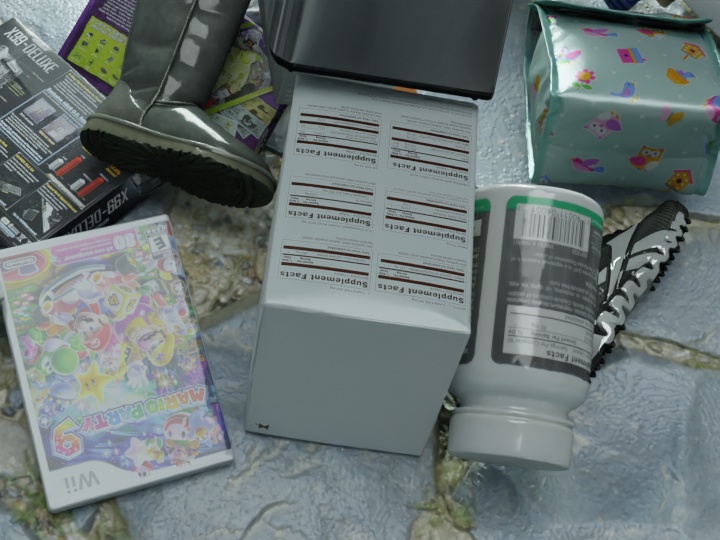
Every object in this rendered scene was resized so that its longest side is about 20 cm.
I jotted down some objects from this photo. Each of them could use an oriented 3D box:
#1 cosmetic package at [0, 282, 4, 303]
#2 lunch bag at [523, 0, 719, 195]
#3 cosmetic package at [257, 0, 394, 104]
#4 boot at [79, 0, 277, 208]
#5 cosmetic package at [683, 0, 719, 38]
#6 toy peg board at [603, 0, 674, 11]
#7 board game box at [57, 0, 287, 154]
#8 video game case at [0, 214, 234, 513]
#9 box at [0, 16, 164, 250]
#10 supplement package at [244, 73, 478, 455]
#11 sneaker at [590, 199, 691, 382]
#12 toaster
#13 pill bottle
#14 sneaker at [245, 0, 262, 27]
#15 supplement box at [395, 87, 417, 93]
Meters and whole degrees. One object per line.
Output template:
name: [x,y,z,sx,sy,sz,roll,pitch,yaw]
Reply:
cosmetic package: [-0.388,-0.049,0.951,0.165,0.168,0.202,-27,63,6]
lunch bag: [0.234,-0.174,1.195,0.167,0.123,0.202,6,45,-2]
cosmetic package: [-0.030,-0.238,1.125,0.105,0.091,0.203,2,56,-16]
boot: [-0.123,-0.166,1.091,0.179,0.073,0.202,22,62,1]
cosmetic package: [0.448,-0.290,1.295,0.198,0.124,0.200,-27,66,-26]
toy peg board: [0.212,-0.312,1.241,0.097,0.200,0.200,-39,91,8]
board game box: [-0.155,-0.182,1.154,0.198,0.032,0.121,31,90,8]
video game case: [-0.189,0.066,1.000,0.141,0.018,0.203,-13,75,-18]
box: [-0.285,-0.104,1.103,0.199,0.050,0.157,40,60,16]
supplement package: [0.000,0.000,0.997,0.145,0.192,0.203,8,57,-4]
sneaker: [0.205,-0.003,1.108,0.090,0.067,0.200,35,61,11]
toaster: [0.014,-0.230,0.985,0.197,0.120,0.182,7,41,-9]
pill bottle: [0.123,0.045,1.007,0.111,0.113,0.203,9,79,-3]
sneaker: [-0.141,-0.264,1.227,0.200,0.075,0.087,46,51,7]
supplement box: [-0.007,-0.209,1.207,0.068,0.067,0.202,-11,60,-16]
